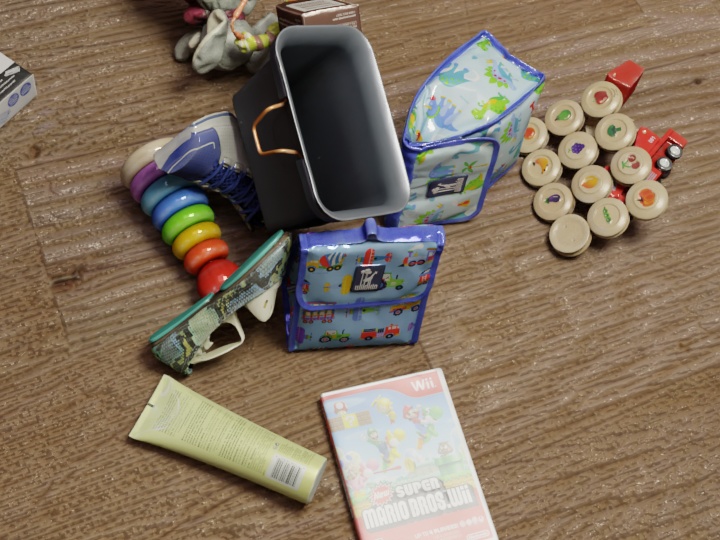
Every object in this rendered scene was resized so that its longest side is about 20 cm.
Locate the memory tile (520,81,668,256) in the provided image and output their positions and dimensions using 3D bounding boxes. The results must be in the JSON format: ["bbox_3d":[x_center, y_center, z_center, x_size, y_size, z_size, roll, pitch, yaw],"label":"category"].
[{"bbox_3d":[0.275,-0.127,1.335,0.152,0.017,0.201,-24,64,14],"label":"memory tile"}]

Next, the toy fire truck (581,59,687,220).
[{"bbox_3d":[0.334,-0.164,1.389,0.141,0.049,0.200,38,64,13],"label":"toy fire truck"}]

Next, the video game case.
[{"bbox_3d":[0.049,0.210,1.156,0.142,0.017,0.201,-11,64,-15],"label":"video game case"}]

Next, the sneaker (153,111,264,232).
[{"bbox_3d":[-0.132,-0.106,1.222,0.080,0.199,0.116,-34,80,22],"label":"sneaker"}]

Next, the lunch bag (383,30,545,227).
[{"bbox_3d":[0.108,-0.148,1.272,0.127,0.170,0.200,41,63,18],"label":"lunch bag"}]

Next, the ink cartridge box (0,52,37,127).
[{"bbox_3d":[-0.478,-0.177,1.257,0.094,0.044,0.200,33,62,10],"label":"ink cartridge box"}]

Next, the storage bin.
[{"bbox_3d":[-0.059,-0.132,1.130,0.145,0.134,0.202,-11,82,-39],"label":"storage bin"}]

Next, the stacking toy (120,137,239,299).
[{"bbox_3d":[-0.189,-0.047,1.225,0.085,0.085,0.201,-27,76,-22],"label":"stacking toy"}]

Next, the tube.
[{"bbox_3d":[-0.133,0.178,1.128,0.199,0.052,0.058,22,19,6],"label":"tube"}]

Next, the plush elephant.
[{"bbox_3d":[-0.177,-0.314,1.337,0.199,0.164,0.156,12,96,33],"label":"plush elephant"}]

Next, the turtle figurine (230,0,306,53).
[{"bbox_3d":[-0.063,-0.285,1.318,0.200,0.162,0.064,-37,56,-26],"label":"turtle figurine"}]

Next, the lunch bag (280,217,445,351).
[{"bbox_3d":[0.000,0.000,1.155,0.149,0.200,0.095,-3,62,-11],"label":"lunch bag"}]

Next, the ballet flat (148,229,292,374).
[{"bbox_3d":[-0.132,0.039,1.149,0.200,0.074,0.075,-38,68,16],"label":"ballet flat"}]

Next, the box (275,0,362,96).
[{"bbox_3d":[-0.037,-0.206,1.254,0.074,0.202,0.100,-13,23,-18],"label":"box"}]
